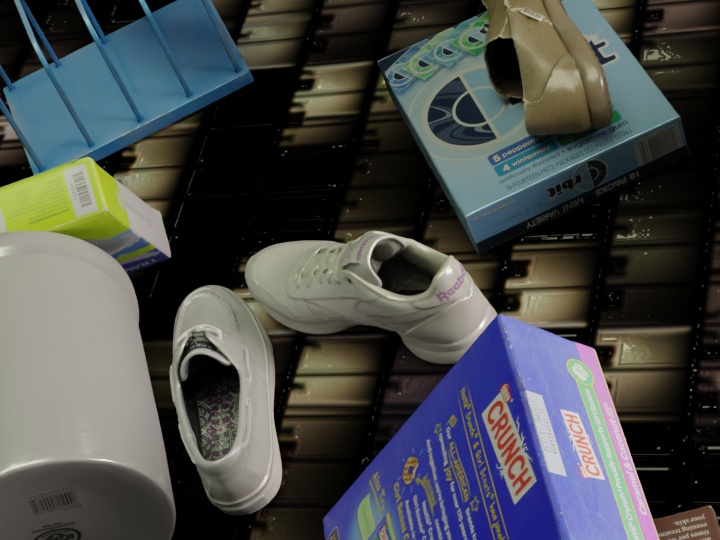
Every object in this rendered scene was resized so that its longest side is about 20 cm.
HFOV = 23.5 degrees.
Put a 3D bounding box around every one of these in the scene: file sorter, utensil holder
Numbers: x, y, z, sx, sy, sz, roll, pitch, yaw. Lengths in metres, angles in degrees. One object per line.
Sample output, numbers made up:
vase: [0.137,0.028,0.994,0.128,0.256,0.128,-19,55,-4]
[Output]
file sorter: [-0.217,-0.193,1.449,0.200,0.123,0.139,-27,46,-2]
utensil holder: [-0.217,0.102,1.155,0.170,0.170,0.200,-23,48,2]

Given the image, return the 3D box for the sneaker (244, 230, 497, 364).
sneaker: [0.000,0.000,1.200,0.200,0.100,0.075,11,57,32]

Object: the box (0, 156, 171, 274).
box: [-0.219,-0.023,1.276,0.122,0.200,0.048,-19,77,5]

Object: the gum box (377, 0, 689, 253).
gum box: [0.124,-0.123,1.295,0.170,0.045,0.200,-25,44,0]

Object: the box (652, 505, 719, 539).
box: [0.171,0.236,0.934,0.100,0.075,0.200,-15,44,9]

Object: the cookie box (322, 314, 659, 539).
cookie box: [0.068,0.157,0.971,0.200,0.075,0.171,-52,33,34]

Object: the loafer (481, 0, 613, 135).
loafer: [0.117,-0.171,1.257,0.067,0.076,0.200,-20,44,-6]

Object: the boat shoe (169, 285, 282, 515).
boat shoe: [-0.102,0.075,1.196,0.072,0.069,0.200,-15,46,9]
